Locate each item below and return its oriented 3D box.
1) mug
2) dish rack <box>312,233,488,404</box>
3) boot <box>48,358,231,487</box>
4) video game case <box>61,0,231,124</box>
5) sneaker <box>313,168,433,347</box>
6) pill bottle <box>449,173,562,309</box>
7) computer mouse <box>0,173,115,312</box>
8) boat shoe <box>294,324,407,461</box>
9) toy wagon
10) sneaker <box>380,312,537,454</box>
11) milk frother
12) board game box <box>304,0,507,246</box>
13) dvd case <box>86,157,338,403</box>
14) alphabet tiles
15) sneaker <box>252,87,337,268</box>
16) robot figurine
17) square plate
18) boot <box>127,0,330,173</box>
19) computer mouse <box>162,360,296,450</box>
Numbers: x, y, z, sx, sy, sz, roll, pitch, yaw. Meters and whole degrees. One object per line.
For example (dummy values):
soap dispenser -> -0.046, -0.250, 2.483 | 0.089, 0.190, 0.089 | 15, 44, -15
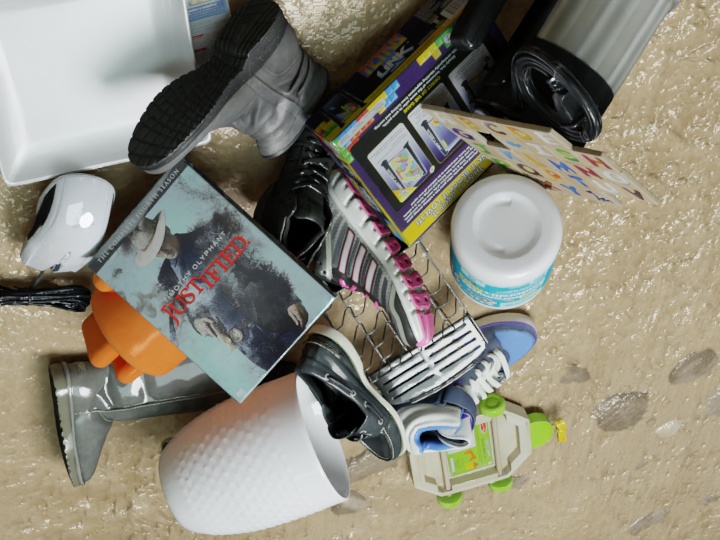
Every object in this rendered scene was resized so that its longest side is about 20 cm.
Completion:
mug -> -0.113, 0.212, 1.575 | 0.175, 0.148, 0.200 | -22, 165, 8
dish rack -> 0.039, 0.053, 1.561 | 0.153, 0.055, 0.200 | -32, 108, 10
boot -> -0.233, 0.151, 1.590 | 0.199, 0.073, 0.182 | -12, 134, -18
video game case -> -0.191, -0.234, 1.306 | 0.143, 0.018, 0.200 | -16, 132, -5
sneaker -> 0.000, 0.000, 1.471 | 0.087, 0.200, 0.074 | -33, 175, 14
pill bottle -> 0.147, -0.023, 1.495 | 0.110, 0.111, 0.200 | -21, 167, -1
computer mouse -> -0.295, -0.018, 1.406 | 0.109, 0.044, 0.200 | 8, 140, -25
boat shoe -> -0.014, 0.149, 1.556 | 0.066, 0.074, 0.200 | -55, 137, -32
toy wagon -> 0.156, 0.215, 1.787 | 0.199, 0.040, 0.155 | -16, 132, -7
sneaker -> 0.126, 0.141, 1.641 | 0.199, 0.147, 0.081 | -21, 132, -1
milk frother -> 0.203, -0.203, 1.302 | 0.180, 0.200, 0.188 | 36, 85, -39
board game box -> 0.067, -0.150, 1.401 | 0.200, 0.057, 0.165 | -44, 133, -7
dvd case -> -0.142, 0.010, 1.379 | 0.200, 0.022, 0.146 | 43, 103, -1
alphabet tiles -> 0.173, -0.101, 1.333 | 0.167, 0.200, 0.008 | 31, 82, -42
sneaker -> -0.052, -0.072, 1.410 | 0.060, 0.104, 0.200 | 17, 109, -28
robot figurine -> -0.189, 0.027, 1.460 | 0.200, 0.117, 0.144 | -40, 94, 14
square plate -> -0.246, -0.179, 1.302 | 0.197, 0.028, 0.200 | -13, 132, -7
boot -> -0.111, -0.139, 1.331 | 0.200, 0.070, 0.132 | -46, 142, -7
computer mouse -> -0.117, 0.196, 1.672 | 0.200, 0.046, 0.140 | -40, 129, 15
